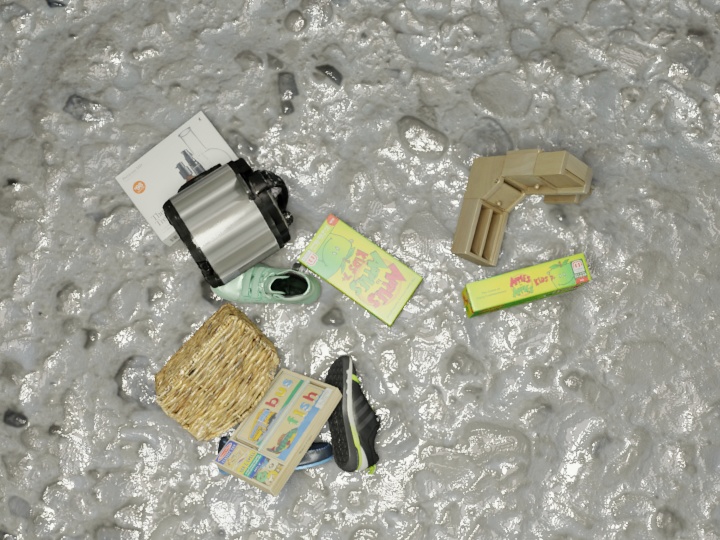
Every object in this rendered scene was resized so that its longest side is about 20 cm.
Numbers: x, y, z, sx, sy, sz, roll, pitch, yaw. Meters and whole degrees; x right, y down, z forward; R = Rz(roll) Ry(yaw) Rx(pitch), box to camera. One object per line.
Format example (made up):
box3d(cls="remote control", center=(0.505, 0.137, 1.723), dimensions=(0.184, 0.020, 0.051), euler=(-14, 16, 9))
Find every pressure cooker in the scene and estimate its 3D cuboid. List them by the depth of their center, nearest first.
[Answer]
box3d(cls="pressure cooker", center=(-0.208, -0.088, 1.289), dimensions=(0.199, 0.176, 0.180), euler=(-33, 119, -8))

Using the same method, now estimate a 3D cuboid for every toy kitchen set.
box3d(cls="toy kitchen set", center=(0.296, -0.088, 1.299), dimensions=(0.162, 0.199, 0.182), euler=(21, 80, -36))

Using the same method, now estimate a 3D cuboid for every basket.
box3d(cls="basket", center=(-0.240, 0.176, 1.312), dimensions=(0.143, 0.149, 0.200), euler=(45, 83, -16))

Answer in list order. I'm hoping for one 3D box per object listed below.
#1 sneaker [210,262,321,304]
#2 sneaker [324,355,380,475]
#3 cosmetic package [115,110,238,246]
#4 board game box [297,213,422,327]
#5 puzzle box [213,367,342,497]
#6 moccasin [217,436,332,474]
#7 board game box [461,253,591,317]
box3d(cls="sneaker", center=(-0.171, 0.018, 1.317), dimensions=(0.198, 0.118, 0.075), euler=(3, 83, 4))
box3d(cls="sneaker", center=(-0.009, 0.247, 1.311), dimensions=(0.082, 0.072, 0.202), euler=(6, 71, -34))
box3d(cls="cosmetic package", center=(-0.318, -0.167, 1.389), dimensions=(0.200, 0.052, 0.151), euler=(-39, 79, -4))
box3d(cls="board game box", center=(0.000, 0.000, 1.348), dimensions=(0.199, 0.048, 0.102), euler=(35, 84, 7))
box3d(cls="puzzle box", center=(-0.134, 0.259, 1.257), dimensions=(0.132, 0.026, 0.201), euler=(12, 54, 36))
box3d(cls="moccasin", center=(-0.147, 0.301, 1.289), dimensions=(0.198, 0.080, 0.069), euler=(-6, 87, 1))
box3d(cls="board game box", center=(0.276, 0.027, 1.296), dimensions=(0.198, 0.102, 0.048), euler=(-15, 79, 0))
